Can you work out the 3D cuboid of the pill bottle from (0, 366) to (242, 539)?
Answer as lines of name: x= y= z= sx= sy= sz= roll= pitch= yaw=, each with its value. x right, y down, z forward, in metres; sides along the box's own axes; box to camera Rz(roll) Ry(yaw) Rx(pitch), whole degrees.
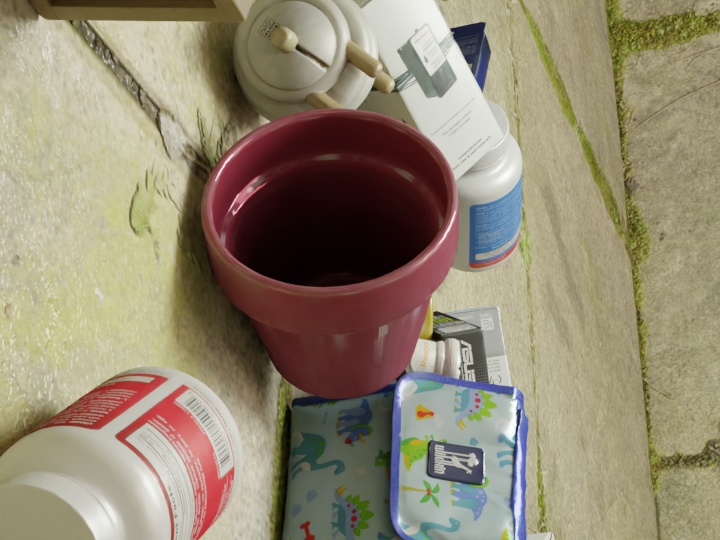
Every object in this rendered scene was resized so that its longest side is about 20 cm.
pill bottle: x=-0.149 y=0.132 z=1.019 sx=0.200 sy=0.112 sz=0.113 roll=-38 pitch=117 yaw=-71

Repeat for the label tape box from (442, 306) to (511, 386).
label tape box: x=0.122 y=0.145 z=1.908 sx=0.143 sy=0.066 sz=0.201 roll=146 pitch=-66 yaw=-80

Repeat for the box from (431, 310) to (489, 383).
box: x=0.088 y=0.129 z=1.774 sx=0.200 sy=0.044 sz=0.161 roll=-164 pitch=-115 yaw=-79

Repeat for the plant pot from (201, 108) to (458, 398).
plant pot: x=-0.019 y=0.000 z=1.423 sx=0.179 sy=0.199 sz=0.201 roll=85 pitch=7 yaw=-50

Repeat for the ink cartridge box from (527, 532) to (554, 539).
ink cartridge box: x=0.139 y=0.375 z=1.782 sx=0.084 sy=0.145 sz=0.201 roll=-36 pitch=116 yaw=-72

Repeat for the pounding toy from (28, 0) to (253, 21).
pounding toy: x=-0.153 y=-0.250 z=1.134 sx=0.200 sy=0.183 sz=0.143 roll=57 pitch=44 yaw=-53

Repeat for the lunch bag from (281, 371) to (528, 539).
lunch bag: x=0.041 y=0.184 z=1.471 sx=0.128 sy=0.199 sz=0.171 roll=61 pitch=26 yaw=-49

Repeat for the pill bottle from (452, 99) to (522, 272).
pill bottle: x=0.127 y=-0.098 z=1.989 sx=0.200 sy=0.112 sz=0.113 roll=86 pitch=6 yaw=-54

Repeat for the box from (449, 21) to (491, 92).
box: x=0.078 y=-0.209 z=1.952 sx=0.200 sy=0.121 sz=0.032 roll=-75 pitch=150 yaw=-54

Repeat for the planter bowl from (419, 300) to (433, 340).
planter bowl: x=0.000 y=0.000 z=1.640 sx=0.200 sy=0.083 sz=0.201 roll=-9 pitch=90 yaw=-73

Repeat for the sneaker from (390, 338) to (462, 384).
sneaker: x=0.024 y=0.117 z=1.580 sx=0.200 sy=0.080 sz=0.074 roll=116 pitch=-18 yaw=-48

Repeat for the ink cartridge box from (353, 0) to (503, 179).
ink cartridge box: x=0.025 y=-0.188 z=1.656 sx=0.083 sy=0.146 sz=0.200 roll=-42 pitch=119 yaw=-22

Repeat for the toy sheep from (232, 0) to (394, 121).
toy sheep: x=-0.045 y=-0.182 z=1.509 sx=0.200 sy=0.137 sz=0.138 roll=51 pitch=31 yaw=-82
